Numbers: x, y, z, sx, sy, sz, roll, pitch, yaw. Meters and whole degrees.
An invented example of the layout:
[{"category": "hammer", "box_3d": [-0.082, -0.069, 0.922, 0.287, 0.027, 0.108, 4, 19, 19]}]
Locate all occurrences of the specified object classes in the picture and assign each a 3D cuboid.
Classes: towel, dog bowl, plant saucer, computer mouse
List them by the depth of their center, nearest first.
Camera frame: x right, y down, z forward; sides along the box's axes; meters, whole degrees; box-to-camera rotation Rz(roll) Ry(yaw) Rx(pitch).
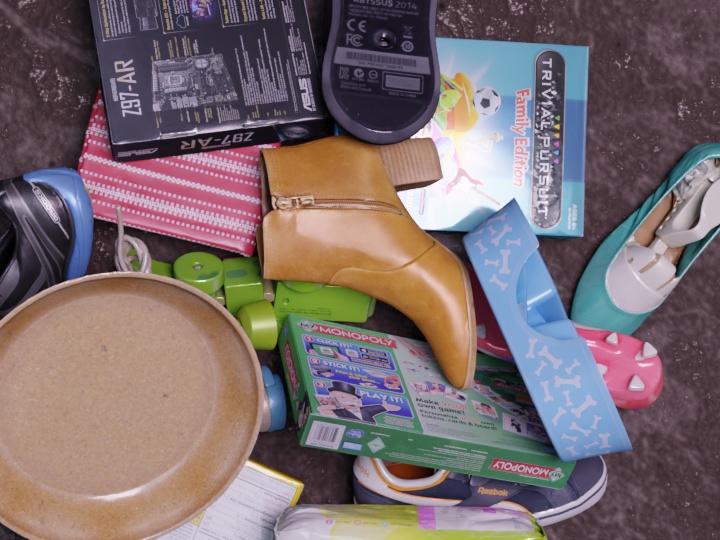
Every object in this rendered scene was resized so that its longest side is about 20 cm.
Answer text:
[{"category": "plant saucer", "box_3d": [-0.164, 0.088, 0.797, 0.200, 0.035, 0.201, -8, 114, -18]}, {"category": "dog bowl", "box_3d": [0.127, 0.044, 0.858, 0.049, 0.112, 0.200, -24, 62, 7]}, {"category": "computer mouse", "box_3d": [0.021, -0.175, 0.908, 0.138, 0.053, 0.200, 10, 68, -6]}, {"category": "towel", "box_3d": [-0.129, -0.120, 0.927, 0.144, 0.022, 0.200, 13, 74, -6]}]

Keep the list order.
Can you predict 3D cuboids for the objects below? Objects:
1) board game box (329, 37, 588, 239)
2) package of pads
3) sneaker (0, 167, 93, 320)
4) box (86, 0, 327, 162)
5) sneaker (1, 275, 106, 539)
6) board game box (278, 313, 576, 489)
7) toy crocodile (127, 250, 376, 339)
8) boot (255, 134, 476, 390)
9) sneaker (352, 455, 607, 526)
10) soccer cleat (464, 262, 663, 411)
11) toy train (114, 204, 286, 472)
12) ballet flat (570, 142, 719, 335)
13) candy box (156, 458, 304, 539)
[{"category": "board game box", "box_3d": [0.076, -0.104, 0.957, 0.199, 0.047, 0.151, 2, 89, -6]}, {"category": "package of pads", "box_3d": [0.035, 0.247, 0.877, 0.199, 0.068, 0.155, 0, 95, 1]}, {"category": "sneaker", "box_3d": [-0.242, 0.016, 0.877, 0.083, 0.071, 0.200, -1, 122, -22]}, {"category": "box", "box_3d": [-0.122, -0.190, 0.911, 0.160, 0.044, 0.200, -10, 78, -12]}, {"category": "sneaker", "box_3d": [-0.206, 0.096, 0.867, 0.078, 0.085, 0.200, 20, 107, 19]}, {"category": "board game box", "box_3d": [0.045, 0.094, 0.889, 0.200, 0.135, 0.029, 13, 114, -17]}, {"category": "toy crocodile", "box_3d": [-0.084, 0.013, 0.934, 0.199, 0.062, 0.068, 0, 128, -8]}, {"category": "boot", "box_3d": [0.000, -0.001, 0.887, 0.144, 0.071, 0.202, -10, 81, -13]}, {"category": "sneaker", "box_3d": [0.093, 0.150, 0.927, 0.199, 0.078, 0.080, -7, 124, -6]}, {"category": "soccer cleat", "box_3d": [0.139, 0.057, 0.952, 0.200, 0.077, 0.067, 22, 67, 14]}, {"category": "toy train", "box_3d": [-0.112, 0.041, 0.872, 0.115, 0.085, 0.200, -9, 116, -22]}, {"category": "ballet flat", "box_3d": [0.239, -0.022, 0.961, 0.067, 0.070, 0.200, 38, 86, -7]}, {"category": "candy box", "box_3d": [-0.154, 0.170, 0.936, 0.200, 0.026, 0.102, 25, 87, -4]}]
